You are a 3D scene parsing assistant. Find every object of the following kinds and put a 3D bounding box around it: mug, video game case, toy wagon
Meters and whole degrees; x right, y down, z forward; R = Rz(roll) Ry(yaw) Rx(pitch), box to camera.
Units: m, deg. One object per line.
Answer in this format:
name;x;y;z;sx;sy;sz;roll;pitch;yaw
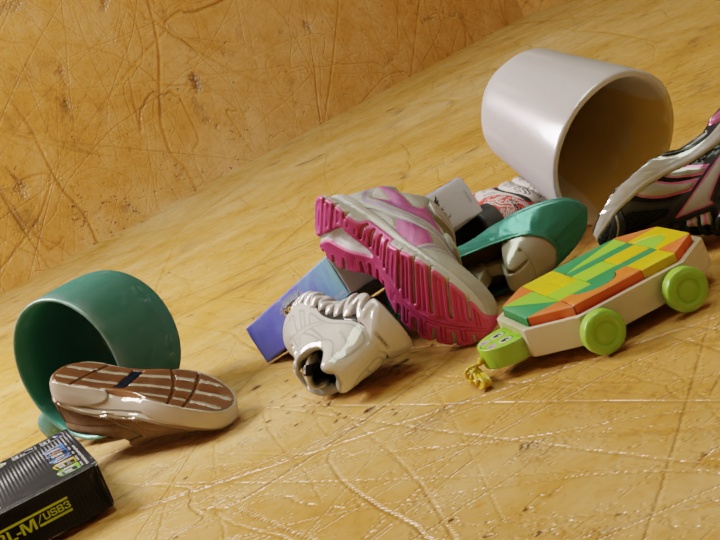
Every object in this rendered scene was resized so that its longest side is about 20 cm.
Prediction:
mug;0.201;-0.129;1.373;0.149;0.187;0.153;-42;42;-12
video game case;0.000;0.000;1.381;0.181;0.046;0.200;-33;-4;-34
mug;-0.267;0.081;1.438;0.184;0.153;0.114;-15;12;40
toy wagon;0.163;0.027;1.065;0.198;0.040;0.155;-26;11;-9

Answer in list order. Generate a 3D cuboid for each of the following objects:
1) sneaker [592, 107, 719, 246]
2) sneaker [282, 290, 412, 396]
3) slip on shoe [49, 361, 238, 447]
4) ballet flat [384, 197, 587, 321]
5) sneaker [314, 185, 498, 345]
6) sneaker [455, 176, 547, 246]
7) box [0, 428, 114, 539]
sneaker;0.276;-0.059;1.133;0.200;0.087;0.080;-42;-27;24
sneaker;-0.032;0.067;1.231;0.081;0.075;0.200;-48;13;-18
slip on shoe;-0.197;0.130;1.298;0.198;0.061;0.076;4;21;24
ballet flat;0.115;0.002;1.258;0.198;0.068;0.071;-23;34;12
sneaker;0.052;-0.017;1.207;0.088;0.082;0.200;-29;54;-30
sneaker;0.127;-0.055;1.463;0.107;0.068;0.201;-24;11;-22
box;-0.319;0.211;1.221;0.192;0.048;0.200;-25;10;-16
